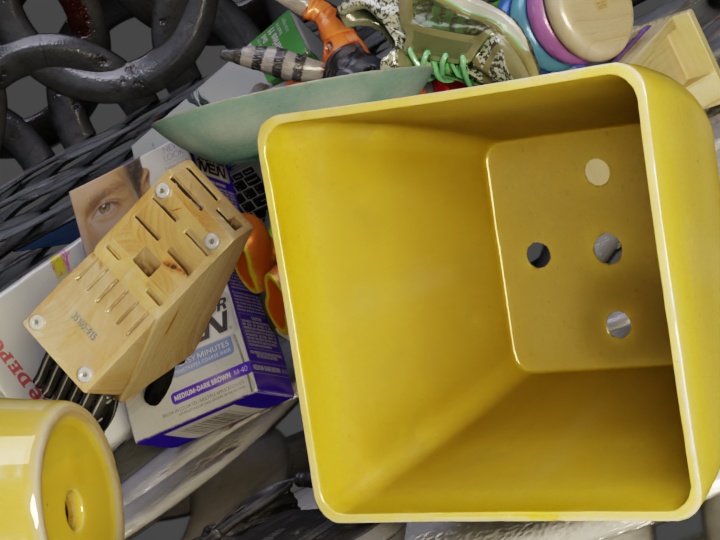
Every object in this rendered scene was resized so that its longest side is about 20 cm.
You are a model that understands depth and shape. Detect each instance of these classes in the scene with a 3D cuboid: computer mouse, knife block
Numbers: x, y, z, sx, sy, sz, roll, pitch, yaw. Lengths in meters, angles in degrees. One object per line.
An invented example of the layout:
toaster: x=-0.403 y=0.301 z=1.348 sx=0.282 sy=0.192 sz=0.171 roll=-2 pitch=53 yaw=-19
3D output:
computer mouse: x=-0.023 y=0.148 z=0.936 sx=0.140 sy=0.046 sz=0.200 roll=-29 pitch=9 yaw=-42
knife block: x=-0.138 y=0.027 z=1.151 sx=0.200 sy=0.064 sz=0.176 roll=-46 pitch=-12 yaw=7

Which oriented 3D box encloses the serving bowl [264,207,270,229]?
serving bowl: x=0.025 y=-0.056 z=1.278 sx=0.199 sy=0.066 sz=0.200 roll=-6 pitch=-12 yaw=-1

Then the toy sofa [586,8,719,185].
toy sofa: x=0.192 y=-0.113 z=1.306 sx=0.097 sy=0.083 sz=0.200 roll=-16 pitch=20 yaw=40

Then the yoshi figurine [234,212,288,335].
yoshi figurine: x=0.017 y=-0.046 z=1.113 sx=0.199 sy=0.113 sz=0.112 roll=-26 pitch=6 yaw=-18

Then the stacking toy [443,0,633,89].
stacking toy: x=0.117 y=-0.180 z=1.363 sx=0.085 sy=0.086 sz=0.200 roll=-41 pitch=14 yaw=-37

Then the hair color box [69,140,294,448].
hair color box: x=-0.132 y=0.016 z=1.269 sx=0.109 sy=0.201 sz=0.065 roll=-24 pitch=-18 yaw=21

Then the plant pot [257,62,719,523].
plant pot: x=0.092 y=0.004 z=0.865 sx=0.199 sy=0.201 sz=0.176 roll=-5 pitch=6 yaw=31

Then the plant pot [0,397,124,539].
plant pot: x=-0.258 y=0.160 z=1.086 sx=0.188 sy=0.202 sz=0.201 roll=-9 pitch=20 yaw=14

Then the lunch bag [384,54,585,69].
lunch bag: x=0.121 y=-0.129 z=1.470 sx=0.150 sy=0.094 sz=0.200 roll=-12 pitch=23 yaw=-11

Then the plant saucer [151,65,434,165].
plant saucer: x=-0.044 y=-0.102 z=1.204 sx=0.200 sy=0.039 sz=0.201 roll=-11 pitch=1 yaw=0

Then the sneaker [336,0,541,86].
sneaker: x=0.059 y=-0.162 z=1.290 sx=0.089 sy=0.077 sz=0.200 roll=-42 pitch=59 yaw=-9

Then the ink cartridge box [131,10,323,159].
ink cartridge box: x=-0.087 y=-0.112 z=1.578 sx=0.200 sy=0.147 sz=0.083 roll=-39 pitch=38 yaw=12

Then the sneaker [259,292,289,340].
sneaker: x=0.000 y=0.000 z=1.237 sx=0.115 sy=0.076 sz=0.200 roll=-17 pitch=-6 yaw=14

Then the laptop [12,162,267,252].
laptop: x=-0.155 y=-0.016 z=1.493 sx=0.187 sy=0.200 sz=0.116 roll=-24 pitch=31 yaw=20

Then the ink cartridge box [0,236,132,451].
ink cartridge box: x=-0.202 y=0.057 z=1.347 sx=0.200 sy=0.145 sz=0.088 roll=-38 pitch=-2 yaw=-27

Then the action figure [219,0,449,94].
action figure: x=-0.012 y=-0.124 z=1.375 sx=0.193 sy=0.201 sz=0.105 roll=27 pitch=24 yaw=24
